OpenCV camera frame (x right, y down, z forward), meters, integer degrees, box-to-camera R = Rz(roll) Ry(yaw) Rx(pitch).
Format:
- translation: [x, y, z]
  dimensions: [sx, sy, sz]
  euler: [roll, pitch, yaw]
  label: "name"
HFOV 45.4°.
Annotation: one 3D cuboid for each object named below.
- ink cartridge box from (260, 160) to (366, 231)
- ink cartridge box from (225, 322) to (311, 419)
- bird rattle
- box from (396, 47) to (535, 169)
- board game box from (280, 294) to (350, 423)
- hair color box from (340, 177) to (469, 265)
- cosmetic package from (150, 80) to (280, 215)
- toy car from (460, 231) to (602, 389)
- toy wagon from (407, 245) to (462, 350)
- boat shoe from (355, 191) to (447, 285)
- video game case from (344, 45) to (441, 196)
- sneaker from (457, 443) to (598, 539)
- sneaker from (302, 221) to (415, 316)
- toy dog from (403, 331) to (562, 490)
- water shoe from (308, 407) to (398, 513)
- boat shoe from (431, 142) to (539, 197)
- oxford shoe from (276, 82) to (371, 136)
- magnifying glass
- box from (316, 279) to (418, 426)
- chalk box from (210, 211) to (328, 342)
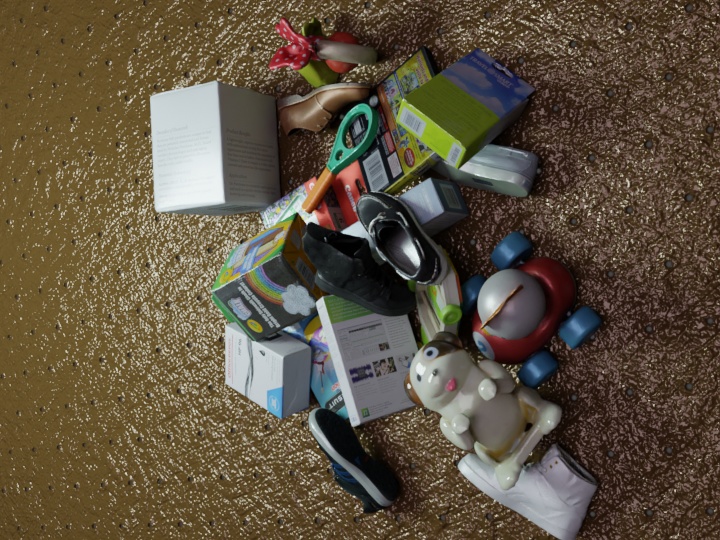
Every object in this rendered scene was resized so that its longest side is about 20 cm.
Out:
- translation: [-0.072, -0.095, 1.465]
  dimensions: [0.198, 0.050, 0.111]
  euler: [-29, 76, 29]
  label: "ink cartridge box"
- translation: [-0.175, 0.158, 1.489]
  dimensions: [0.198, 0.067, 0.119]
  euler: [22, 117, 41]
  label: "ink cartridge box"
- translation: [-0.052, -0.360, 1.378]
  dimensions: [0.159, 0.200, 0.115]
  euler: [7, 95, 6]
  label: "bird rattle"
- translation: [0.156, -0.242, 1.259]
  dimensions: [0.121, 0.199, 0.048]
  euler: [39, 142, 14]
  label: "box"
- translation: [-0.033, 0.137, 1.448]
  dimensions: [0.150, 0.047, 0.202]
  euler: [-40, 71, 26]
  label: "board game box"
- translation: [0.062, -0.070, 1.357]
  dimensions: [0.198, 0.098, 0.062]
  euler: [-30, 76, 28]
  label: "hair color box"
- translation: [-0.252, -0.206, 1.507]
  dimensions: [0.162, 0.164, 0.205]
  euler: [-4, 88, 31]
  label: "cosmetic package"
- translation: [0.209, 0.060, 1.213]
  dimensions: [0.177, 0.199, 0.185]
  euler: [-49, 68, 22]
  label: "toy car"
- translation: [0.113, 0.058, 1.323]
  dimensions: [0.157, 0.039, 0.203]
  euler: [-111, 16, -45]
  label: "toy wagon"
- translation: [0.047, -0.052, 1.261]
  dimensions: [0.074, 0.060, 0.201]
  euler: [-54, 54, 24]
  label: "boat shoe"
- translation: [0.064, -0.227, 1.356]
  dimensions: [0.180, 0.025, 0.203]
  euler: [-36, 50, 27]
  label: "video game case"
- translation: [0.250, 0.296, 1.271]
  dimensions: [0.197, 0.073, 0.118]
  euler: [27, 103, 18]
  label: "sneaker"
- translation: [0.001, -0.002, 1.310]
  dimensions: [0.196, 0.061, 0.105]
  euler: [18, 133, -2]
  label: "sneaker"
- translation: [0.162, 0.175, 1.227]
  dimensions: [0.198, 0.194, 0.140]
  euler: [35, 104, -10]
  label: "toy dog"
- translation: [-0.027, 0.318, 1.408]
  dimensions: [0.200, 0.071, 0.079]
  euler: [48, 123, 1]
  label: "water shoe"
- translation: [0.182, -0.170, 1.310]
  dimensions: [0.198, 0.070, 0.073]
  euler: [21, 78, 34]
  label: "boat shoe"
- translation: [-0.057, -0.272, 1.447]
  dimensions: [0.197, 0.071, 0.073]
  euler: [-10, 89, 42]
  label: "oxford shoe"
- translation: [-0.036, -0.180, 1.403]
  dimensions: [0.202, 0.022, 0.080]
  euler: [-57, 42, 17]
  label: "magnifying glass"
- translation: [0.023, 0.127, 1.352]
  dimensions: [0.036, 0.142, 0.204]
  euler: [-33, 71, 58]
  label: "box"
- translation: [-0.157, 0.021, 1.428]
  dimensions: [0.197, 0.125, 0.126]
  euler: [-25, 117, 27]
  label: "chalk box"
